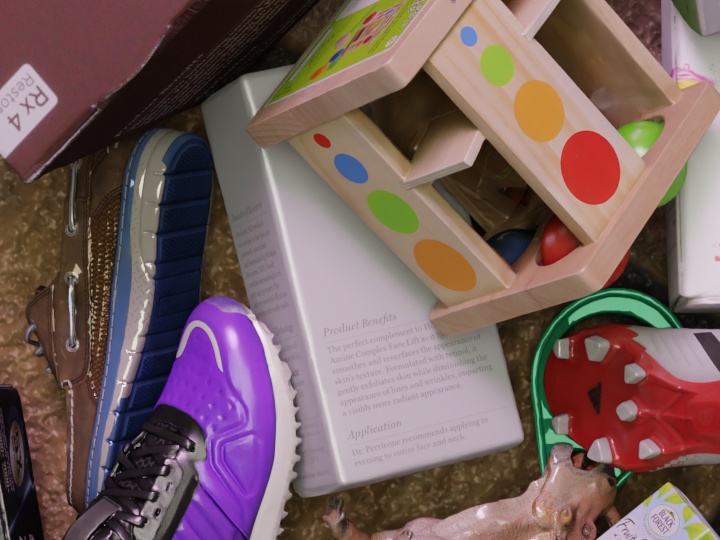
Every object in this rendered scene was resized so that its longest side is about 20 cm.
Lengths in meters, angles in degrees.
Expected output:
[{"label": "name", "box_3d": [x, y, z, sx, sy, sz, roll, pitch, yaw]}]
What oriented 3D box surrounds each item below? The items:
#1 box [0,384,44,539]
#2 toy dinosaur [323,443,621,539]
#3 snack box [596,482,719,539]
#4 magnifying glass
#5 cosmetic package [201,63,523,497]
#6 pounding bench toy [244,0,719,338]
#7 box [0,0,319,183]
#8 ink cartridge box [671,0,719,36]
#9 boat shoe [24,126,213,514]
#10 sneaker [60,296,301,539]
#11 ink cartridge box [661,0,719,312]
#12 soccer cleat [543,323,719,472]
[{"label": "box", "box_3d": [-0.229, 0.165, 1.294, 0.163, 0.086, 0.201, -12, 87, 3]}, {"label": "toy dinosaur", "box_3d": [0.037, 0.170, 1.314, 0.135, 0.086, 0.200, 24, 117, -26]}, {"label": "snack box", "box_3d": [0.148, 0.215, 1.282, 0.142, 0.053, 0.200, -40, 119, 1]}, {"label": "magnifying glass", "box_3d": [0.105, 0.105, 1.353, 0.079, 0.022, 0.201, 19, 87, 5]}, {"label": "cosmetic package", "box_3d": [0.000, 0.000, 1.322, 0.101, 0.074, 0.201, -11, 85, -22]}, {"label": "pounding bench toy", "box_3d": [0.082, -0.091, 1.266, 0.156, 0.124, 0.200, 45, 60, -16]}, {"label": "box", "box_3d": [-0.107, -0.170, 1.262, 0.166, 0.200, 0.164, -42, 85, 27]}, {"label": "ink cartridge box", "box_3d": [0.227, -0.187, 1.224, 0.199, 0.059, 0.104, -17, 123, -5]}, {"label": "boat shoe", "box_3d": [-0.121, 0.026, 1.349, 0.072, 0.072, 0.201, 14, 97, 26]}, {"label": "sneaker", "box_3d": [-0.092, 0.113, 1.302, 0.099, 0.069, 0.201, 0, 102, -35]}, {"label": "ink cartridge box", "box_3d": [0.217, -0.081, 1.314, 0.147, 0.086, 0.201, 0, 85, 2]}, {"label": "soccer cleat", "box_3d": [0.168, 0.059, 1.277, 0.085, 0.200, 0.069, -4, 93, -40]}]
